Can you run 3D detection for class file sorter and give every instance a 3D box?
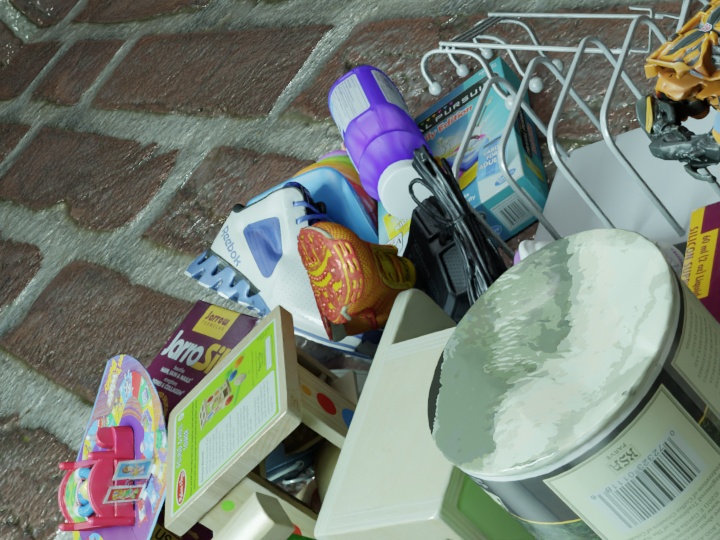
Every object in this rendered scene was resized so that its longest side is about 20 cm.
[{"bbox_3d":[0.183,-0.093,0.984,0.199,0.124,0.140,-17,39,44],"label":"file sorter"}]

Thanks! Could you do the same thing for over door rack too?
[{"bbox_3d":[0.167,-0.185,1.125,0.198,0.067,0.148,-6,18,27],"label":"over door rack"}]

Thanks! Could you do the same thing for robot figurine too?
[{"bbox_3d":[0.247,-0.108,0.781,0.145,0.058,0.200,-42,36,-8],"label":"robot figurine"}]

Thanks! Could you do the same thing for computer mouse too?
[{"bbox_3d":[0.073,0.004,1.005,0.052,0.200,0.140,-18,68,-15],"label":"computer mouse"}]

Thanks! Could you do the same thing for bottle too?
[{"bbox_3d":[0.022,-0.109,1.170,0.065,0.084,0.201,-33,30,8],"label":"bottle"}]

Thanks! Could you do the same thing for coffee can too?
[{"bbox_3d":[0.151,0.097,0.698,0.146,0.200,0.147,-33,30,22],"label":"coffee can"}]

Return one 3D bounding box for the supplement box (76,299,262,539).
[{"bbox_3d":[-0.137,0.140,1.146,0.201,0.103,0.130,-54,28,-15],"label":"supplement box"}]

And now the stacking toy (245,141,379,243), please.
[{"bbox_3d":[-0.020,-0.071,1.286,0.109,0.117,0.200,-22,21,22],"label":"stacking toy"}]

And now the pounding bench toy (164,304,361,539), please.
[{"bbox_3d":[-0.034,0.158,0.915,0.124,0.156,0.201,-44,26,18],"label":"pounding bench toy"}]

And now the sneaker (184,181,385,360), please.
[{"bbox_3d":[-0.050,-0.009,1.132,0.198,0.080,0.116,25,90,28],"label":"sneaker"}]

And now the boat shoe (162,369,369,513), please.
[{"bbox_3d":[-0.067,0.140,1.062,0.198,0.062,0.075,-24,30,-15],"label":"boat shoe"}]

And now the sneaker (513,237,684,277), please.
[{"bbox_3d":[0.157,0.003,0.873,0.099,0.076,0.200,-17,1,19],"label":"sneaker"}]

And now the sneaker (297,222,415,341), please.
[{"bbox_3d":[0.000,0.000,0.963,0.076,0.074,0.200,-20,-8,-2],"label":"sneaker"}]

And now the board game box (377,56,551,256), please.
[{"bbox_3d":[0.085,-0.084,1.190,0.150,0.047,0.201,-34,30,22],"label":"board game box"}]

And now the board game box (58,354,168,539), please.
[{"bbox_3d":[-0.204,0.163,1.035,0.158,0.039,0.201,53,129,47],"label":"board game box"}]

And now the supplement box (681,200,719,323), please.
[{"bbox_3d":[0.285,0.002,0.758,0.199,0.086,0.111,-20,37,40],"label":"supplement box"}]

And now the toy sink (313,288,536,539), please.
[{"bbox_3d":[0.077,0.111,0.859,0.111,0.130,0.201,-19,37,41],"label":"toy sink"}]
